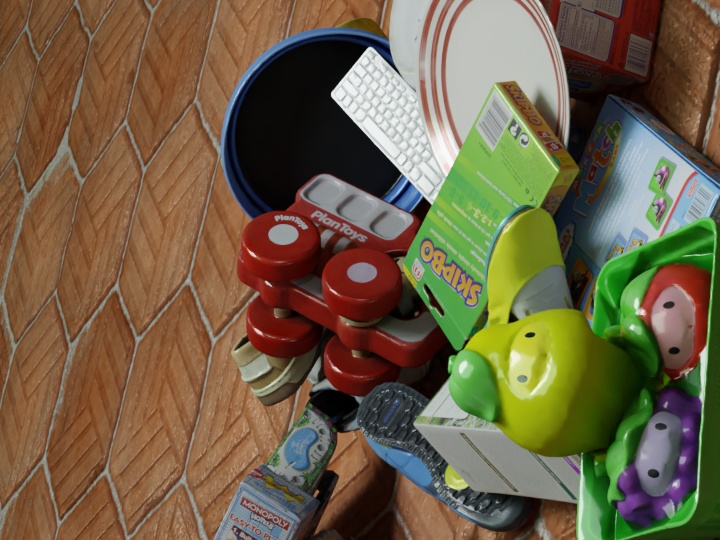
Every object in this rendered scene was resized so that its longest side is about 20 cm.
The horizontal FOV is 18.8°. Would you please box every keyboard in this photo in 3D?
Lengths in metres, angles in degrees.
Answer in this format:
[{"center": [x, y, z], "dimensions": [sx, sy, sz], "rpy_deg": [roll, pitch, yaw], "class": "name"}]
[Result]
[{"center": [0.053, -0.104, 1.839], "dimensions": [0.056, 0.011, 0.200], "rpy_deg": [-46, 67, 11], "class": "keyboard"}]

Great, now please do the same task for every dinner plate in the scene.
[{"center": [0.105, -0.138, 1.663], "dimensions": [0.200, 0.024, 0.202], "rpy_deg": [29, 125, 51], "class": "dinner plate"}]

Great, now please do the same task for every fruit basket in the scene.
[{"center": [0.168, 0.073, 1.398], "dimensions": [0.155, 0.214, 0.218], "rpy_deg": [-28, 50, 57], "class": "fruit basket"}]

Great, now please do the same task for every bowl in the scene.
[{"center": [-0.027, -0.118, 1.918], "dimensions": [0.202, 0.199, 0.039], "rpy_deg": [-67, 20, 14], "class": "bowl"}, {"center": [-0.021, -0.125, 2.015], "dimensions": [0.108, 0.200, 0.201], "rpy_deg": [45, 127, 13], "class": "bowl"}]

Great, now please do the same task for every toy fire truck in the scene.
[{"center": [0.000, 0.000, 1.817], "dimensions": [0.168, 0.199, 0.113], "rpy_deg": [-44, -33, -37], "class": "toy fire truck"}]

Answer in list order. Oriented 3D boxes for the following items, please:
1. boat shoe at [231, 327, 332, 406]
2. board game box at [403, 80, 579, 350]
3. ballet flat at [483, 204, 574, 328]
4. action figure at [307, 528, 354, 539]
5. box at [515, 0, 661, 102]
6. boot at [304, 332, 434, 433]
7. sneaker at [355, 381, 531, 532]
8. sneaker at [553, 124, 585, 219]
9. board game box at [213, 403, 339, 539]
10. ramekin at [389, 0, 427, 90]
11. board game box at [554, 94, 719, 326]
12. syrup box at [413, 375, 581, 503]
[{"center": [-0.057, 0.026, 1.911], "dimensions": [0.071, 0.076, 0.201], "rpy_deg": [-28, 23, 35], "class": "boat shoe"}, {"center": [0.095, -0.038, 1.656], "dimensions": [0.096, 0.030, 0.201], "rpy_deg": [57, 136, 31], "class": "board game box"}, {"center": [0.127, 0.032, 1.623], "dimensions": [0.067, 0.067, 0.201], "rpy_deg": [49, 153, 26], "class": "ballet flat"}, {"center": [-0.027, 0.285, 1.792], "dimensions": [0.119, 0.102, 0.200], "rpy_deg": [-53, 6, -34], "class": "action figure"}, {"center": [0.176, -0.245, 1.703], "dimensions": [0.095, 0.099, 0.202], "rpy_deg": [-14, 63, 62], "class": "box"}, {"center": [-0.021, 0.094, 1.901], "dimensions": [0.096, 0.074, 0.200], "rpy_deg": [-42, 12, -26], "class": "boot"}, {"center": [0.079, 0.156, 1.722], "dimensions": [0.066, 0.078, 0.200], "rpy_deg": [-50, 42, -7], "class": "sneaker"}, {"center": [0.129, -0.063, 1.719], "dimensions": [0.105, 0.075, 0.202], "rpy_deg": [-31, 58, 40], "class": "sneaker"}, {"center": [-0.075, 0.216, 1.815], "dimensions": [0.200, 0.061, 0.201], "rpy_deg": [-54, -9, -43], "class": "board game box"}, {"center": [0.107, -0.225, 1.832], "dimensions": [0.200, 0.104, 0.202], "rpy_deg": [-43, 38, 48], "class": "ramekin"}, {"center": [0.201, -0.024, 1.582], "dimensions": [0.152, 0.036, 0.200], "rpy_deg": [-68, 25, 16], "class": "board game box"}, {"center": [0.131, 0.111, 1.558], "dimensions": [0.079, 0.082, 0.200], "rpy_deg": [-50, 21, -20], "class": "syrup box"}]
